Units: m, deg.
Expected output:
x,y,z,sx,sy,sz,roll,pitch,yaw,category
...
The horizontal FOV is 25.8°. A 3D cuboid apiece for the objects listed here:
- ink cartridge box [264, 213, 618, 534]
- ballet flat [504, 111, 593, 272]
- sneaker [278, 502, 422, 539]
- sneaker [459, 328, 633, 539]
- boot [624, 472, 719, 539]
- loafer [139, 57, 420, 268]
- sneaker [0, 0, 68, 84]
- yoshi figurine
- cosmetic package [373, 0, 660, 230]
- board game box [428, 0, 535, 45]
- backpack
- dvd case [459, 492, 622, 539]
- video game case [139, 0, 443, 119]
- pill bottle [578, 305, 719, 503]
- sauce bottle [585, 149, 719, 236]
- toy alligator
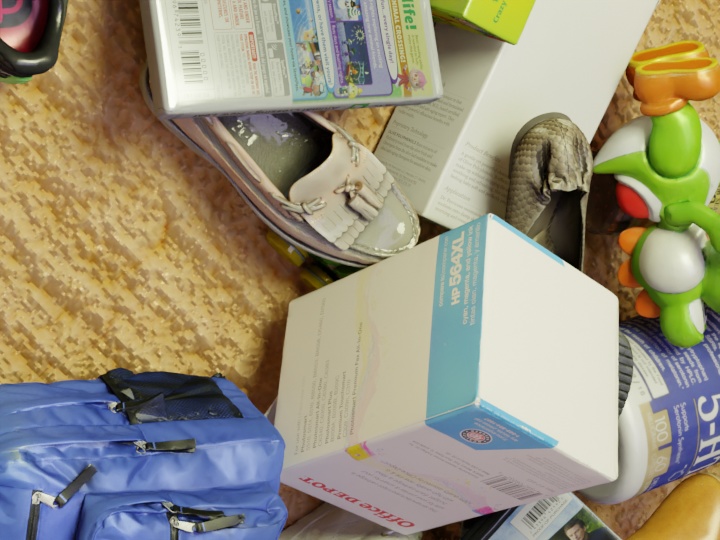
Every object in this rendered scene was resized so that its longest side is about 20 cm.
x,y,z,sx,sy,sz,roll,pitch,yaw,category
0.042,0.073,0.966,0.128,0.199,0.126,30,53,-36,ink cartridge box
0.118,-0.009,0.993,0.067,0.046,0.201,-13,134,-16,ballet flat
0.033,0.178,1.072,0.200,0.115,0.074,-41,121,-15,sneaker
0.120,0.105,1.066,0.074,0.089,0.201,24,116,-5,sneaker
0.178,0.220,1.122,0.144,0.071,0.202,28,87,-36,boot
-0.043,-0.068,0.933,0.200,0.063,0.072,36,75,-15,loafer
-0.181,-0.196,0.827,0.076,0.084,0.201,-15,114,-27,sneaker
0.234,-0.047,1.048,0.112,0.112,0.201,-21,112,-33,yoshi figurine
0.098,-0.118,1.026,0.107,0.085,0.201,25,92,-36,cosmetic package
0.093,-0.248,0.967,0.047,0.101,0.201,22,95,-35,board game box
-0.153,0.146,0.916,0.199,0.168,0.164,5,103,-26,backpack
0.128,0.234,1.057,0.143,0.018,0.200,-47,121,-1,dvd case
-0.046,-0.191,0.905,0.181,0.022,0.201,-7,86,-29,video game case
0.240,0.085,1.154,0.199,0.120,0.120,-17,115,-26,pill bottle
0.247,-0.063,1.149,0.199,0.066,0.066,-7,111,-29,sauce bottle
0.000,0.000,1.025,0.059,0.054,0.200,-47,124,-9,toy alligator
